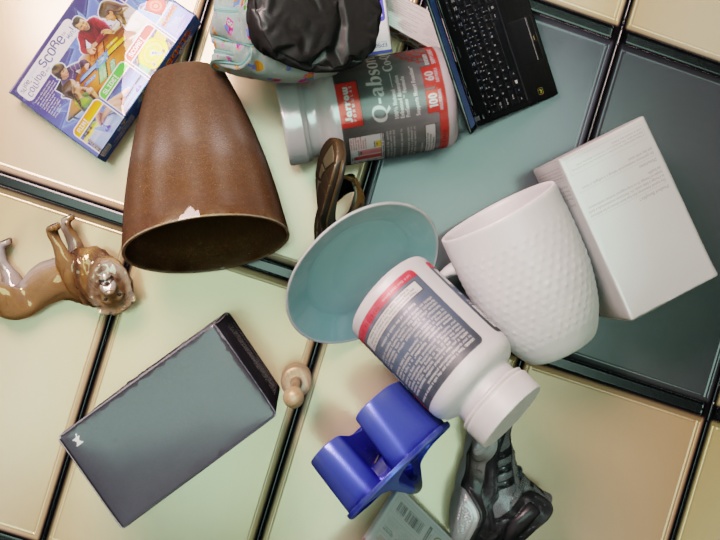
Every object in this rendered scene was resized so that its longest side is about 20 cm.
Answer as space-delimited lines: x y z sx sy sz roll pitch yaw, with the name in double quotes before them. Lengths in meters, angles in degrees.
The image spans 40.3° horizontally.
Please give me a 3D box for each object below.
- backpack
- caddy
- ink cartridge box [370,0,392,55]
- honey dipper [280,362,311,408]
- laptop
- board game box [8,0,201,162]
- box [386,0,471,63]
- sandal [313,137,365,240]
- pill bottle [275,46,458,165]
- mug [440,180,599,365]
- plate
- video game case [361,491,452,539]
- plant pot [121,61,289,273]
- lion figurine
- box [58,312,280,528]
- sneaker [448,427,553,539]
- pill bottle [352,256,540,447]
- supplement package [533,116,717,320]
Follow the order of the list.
"backpack" -0.089 -0.263 1.038 0.165 0.199 0.129 8 98 -33
"caddy" 0.032 0.207 1.101 0.141 0.200 0.105 -44 79 7
"ink cartridge box" -0.022 -0.341 1.130 0.093 0.037 0.204 -8 87 -1
"honey dipper" -0.072 0.131 1.087 0.037 0.200 0.039 0 91 -3
"laptop" 0.149 -0.263 1.110 0.198 0.103 0.180 -23 99 -23
"board game box" -0.297 -0.249 1.145 0.135 0.034 0.201 35 88 6
"box" 0.037 -0.307 1.172 0.198 0.039 0.042 27 87 -3
"sandal" -0.022 -0.069 1.106 0.054 0.202 0.083 -3 46 -7
"pill bottle" 0.007 -0.185 1.132 0.196 0.116 0.118 -11 91 -3
"mug" 0.175 0.020 1.142 0.198 0.148 0.177 -24 97 27
"plate" 0.000 0.000 1.123 0.199 0.201 0.026 -34 50 -3
"video game case" 0.039 0.377 1.132 0.143 0.018 0.201 45 59 -12
"plant pot" -0.185 -0.122 1.104 0.183 0.187 0.204 -9 74 -3
"lion figurine" -0.366 0.014 1.142 0.197 0.073 0.124 -18 104 11
"box" -0.200 0.156 1.081 0.199 0.198 0.124 -36 92 -2
"sneaker" 0.178 0.236 1.169 0.112 0.075 0.204 14 95 -4
"pill bottle" 0.096 0.092 1.086 0.120 0.120 0.200 -45 70 -2
"supplement package" 0.306 -0.057 1.151 0.115 0.117 0.203 -25 91 -5
